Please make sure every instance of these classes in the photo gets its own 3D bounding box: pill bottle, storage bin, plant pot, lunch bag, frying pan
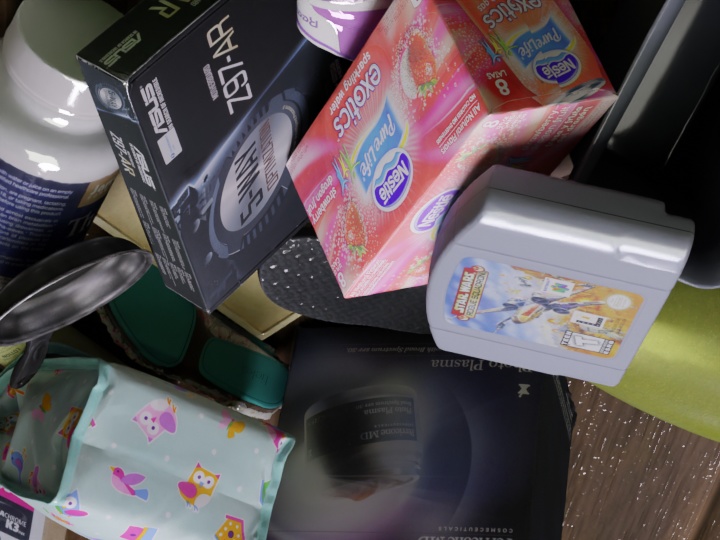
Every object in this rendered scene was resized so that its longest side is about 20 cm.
[{"bbox_3d":[-0.206,-0.074,1.123,0.110,0.112,0.200,15,133,-23],"label":"pill bottle"},{"bbox_3d":[0.206,-0.112,1.066,0.144,0.135,0.201,22,110,-15],"label":"storage bin"},{"bbox_3d":[0.215,0.024,1.216,0.198,0.188,0.188,9,135,-28],"label":"plant pot"},{"bbox_3d":[-0.169,0.130,1.266,0.169,0.123,0.199,25,166,-29],"label":"lunch bag"},{"bbox_3d":[-0.185,0.021,1.152,0.114,0.031,0.190,-28,170,-11],"label":"frying pan"}]

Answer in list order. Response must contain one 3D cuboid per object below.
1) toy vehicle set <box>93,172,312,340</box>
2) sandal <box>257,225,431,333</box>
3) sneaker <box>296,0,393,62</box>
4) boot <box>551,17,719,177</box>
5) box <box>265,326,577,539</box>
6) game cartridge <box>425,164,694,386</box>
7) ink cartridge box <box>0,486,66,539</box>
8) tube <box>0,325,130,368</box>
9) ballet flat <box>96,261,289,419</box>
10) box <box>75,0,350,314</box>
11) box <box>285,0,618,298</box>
[{"bbox_3d":[-0.088,-0.036,1.243,0.124,0.027,0.200,-32,132,23],"label":"toy vehicle set"},{"bbox_3d":[0.000,0.001,1.248,0.075,0.048,0.200,-40,144,28],"label":"sandal"},{"bbox_3d":[0.055,-0.174,1.075,0.198,0.073,0.115,-5,139,-17],"label":"sneaker"},{"bbox_3d":[0.167,-0.084,1.200,0.145,0.071,0.200,18,132,-28],"label":"boot"},{"bbox_3d":[0.044,0.151,1.303,0.198,0.200,0.124,-2,142,16],"label":"box"},{"bbox_3d":[0.105,0.008,1.044,0.132,0.042,0.200,9,155,0],"label":"game cartridge"},{"bbox_3d":[-0.308,0.160,1.312,0.075,0.166,0.199,-25,137,37],"label":"ink cartridge box"},{"bbox_3d":[-0.225,0.061,1.313,0.058,0.052,0.200,18,162,42],"label":"tube"},{"bbox_3d":[-0.133,0.050,1.304,0.064,0.076,0.200,-2,145,48],"label":"ballet flat"},{"bbox_3d":[-0.076,-0.096,1.099,0.160,0.043,0.201,-43,143,-25],"label":"box"},{"bbox_3d":[0.047,-0.079,1.054,0.094,0.103,0.200,-11,156,-32],"label":"box"}]
